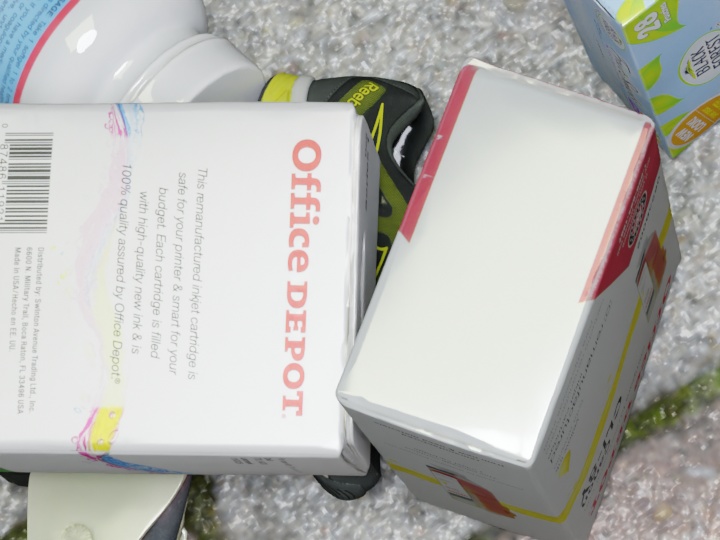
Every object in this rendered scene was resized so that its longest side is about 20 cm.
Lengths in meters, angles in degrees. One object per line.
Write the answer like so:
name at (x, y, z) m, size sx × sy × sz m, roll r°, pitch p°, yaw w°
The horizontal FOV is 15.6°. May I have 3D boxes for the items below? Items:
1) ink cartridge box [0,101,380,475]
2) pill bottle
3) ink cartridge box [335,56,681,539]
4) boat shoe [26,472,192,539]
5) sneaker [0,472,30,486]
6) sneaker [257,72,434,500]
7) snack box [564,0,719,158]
ink cartridge box at (-0.094, 0.010, 1.092) m, size 0.199 × 0.084 × 0.145 m, roll 0°, pitch 78°, yaw 9°
pill bottle at (-0.142, -0.117, 1.212) m, size 0.200 × 0.109 × 0.109 m, roll 40°, pitch 86°, yaw 20°
ink cartridge box at (0.068, 0.021, 1.076) m, size 0.083 × 0.200 × 0.146 m, roll 17°, pitch 79°, yaw 14°
boat shoe at (-0.110, 0.122, 1.160) m, size 0.071 × 0.063 × 0.201 m, roll 10°, pitch 77°, yaw 18°
sneaker at (-0.191, 0.003, 1.199) m, size 0.076 × 0.091 × 0.200 m, roll -39°, pitch 68°, yaw 2°
sneaker at (0.000, 0.000, 1.163) m, size 0.084 × 0.074 × 0.201 m, roll -8°, pitch 73°, yaw 10°
snack box at (0.180, -0.155, 1.116) m, size 0.200 × 0.169 × 0.068 m, roll -38°, pitch 69°, yaw 2°
